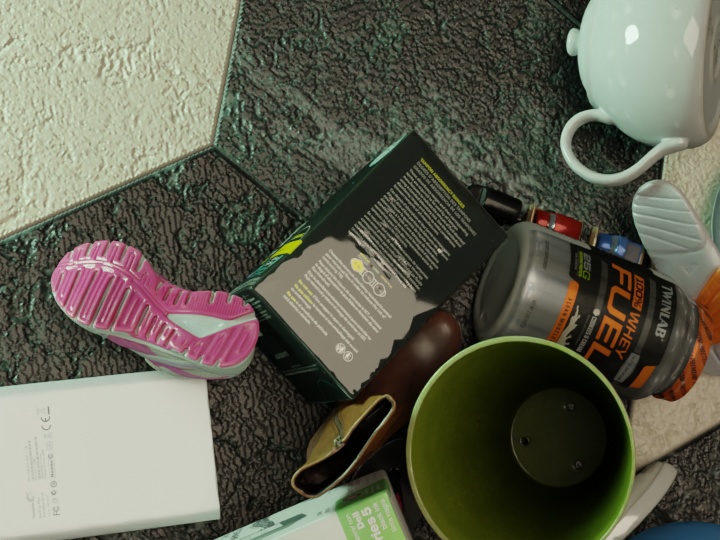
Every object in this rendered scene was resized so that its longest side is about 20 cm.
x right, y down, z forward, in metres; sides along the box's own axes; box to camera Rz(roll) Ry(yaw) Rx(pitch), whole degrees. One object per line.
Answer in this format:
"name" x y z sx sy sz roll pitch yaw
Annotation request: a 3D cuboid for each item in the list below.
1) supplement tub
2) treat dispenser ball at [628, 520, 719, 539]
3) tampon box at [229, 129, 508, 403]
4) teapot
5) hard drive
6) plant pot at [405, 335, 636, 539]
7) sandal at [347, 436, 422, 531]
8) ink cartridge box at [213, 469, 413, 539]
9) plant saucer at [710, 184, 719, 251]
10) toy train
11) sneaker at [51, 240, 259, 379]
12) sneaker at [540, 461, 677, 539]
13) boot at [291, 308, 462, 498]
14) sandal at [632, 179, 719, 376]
"supplement tub" 0.213 0.043 1.327 0.198 0.122 0.124 20 78 -12
"treat dispenser ball" 0.293 0.322 1.267 0.199 0.201 0.203 2 82 -15
"tampon box" 0.000 0.000 1.259 0.200 0.150 0.126 -45 96 -17
"teapot" 0.265 -0.206 1.365 0.145 0.200 0.199 6 119 21
"hard drive" -0.226 0.158 1.239 0.198 0.025 0.134 -5 83 -16
"plant pot" 0.153 0.149 1.243 0.185 0.200 0.189 0 88 16
"sandal" -0.002 0.233 1.280 0.075 0.045 0.200 44 74 -4
"ink cartridge box" -0.055 0.246 1.187 0.198 0.146 0.085 -23 89 -1
"plant saucer" 0.434 -0.033 1.448 0.198 0.027 0.203 2 81 -14
"toy train" 0.186 -0.040 1.370 0.198 0.046 0.034 19 78 -12
"sneaker" -0.175 0.045 1.238 0.199 0.088 0.082 25 68 16
"sneaker" 0.207 0.222 1.327 0.199 0.073 0.085 -35 71 -27
"boot" 0.016 0.103 1.204 0.188 0.200 0.069 -41 84 -1
"sandal" 0.327 0.000 1.384 0.059 0.079 0.208 -41 110 -52
